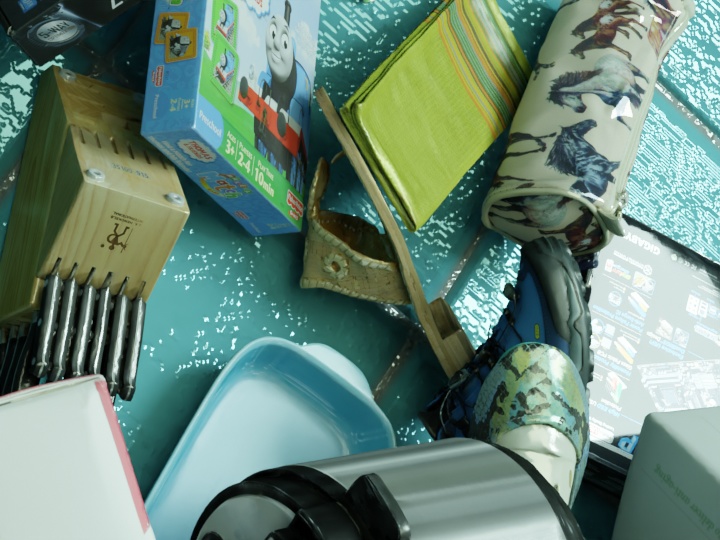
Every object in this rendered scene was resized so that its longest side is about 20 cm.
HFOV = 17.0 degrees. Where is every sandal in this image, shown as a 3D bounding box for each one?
[{"bbox_3d":[0.001,0.002,1.399,0.070,0.078,0.212,-29,109,3],"label":"sandal"}]

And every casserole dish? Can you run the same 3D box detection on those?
[{"bbox_3d":[-0.061,0.132,1.351,0.121,0.039,0.200,38,64,-17],"label":"casserole dish"}]

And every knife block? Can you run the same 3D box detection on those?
[{"bbox_3d":[-0.163,0.006,1.320,0.064,0.176,0.200,18,25,-25],"label":"knife block"}]

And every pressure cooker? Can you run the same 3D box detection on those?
[{"bbox_3d":[-0.001,0.182,1.246,0.200,0.179,0.176,-5,95,-37],"label":"pressure cooker"}]

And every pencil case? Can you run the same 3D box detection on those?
[{"bbox_3d":[0.144,-0.099,1.480,0.089,0.078,0.200,12,58,17],"label":"pencil case"}]

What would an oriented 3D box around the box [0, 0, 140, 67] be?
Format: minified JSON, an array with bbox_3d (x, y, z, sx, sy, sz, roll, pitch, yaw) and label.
[{"bbox_3d":[-0.134,-0.229,1.301,0.200,0.044,0.160,-33,65,2],"label":"box"}]

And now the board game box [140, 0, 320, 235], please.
[{"bbox_3d":[-0.068,-0.140,1.355,0.151,0.037,0.200,44,46,-60],"label":"board game box"}]

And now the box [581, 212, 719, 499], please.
[{"bbox_3d":[0.201,0.073,1.503,0.200,0.046,0.159,26,68,-21],"label":"box"}]

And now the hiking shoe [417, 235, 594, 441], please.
[{"bbox_3d":[0.079,0.076,1.371,0.087,0.074,0.200,3,109,-12],"label":"hiking shoe"}]

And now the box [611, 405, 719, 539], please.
[{"bbox_3d":[0.257,0.203,1.371,0.171,0.199,0.200,-5,121,-27],"label":"box"}]

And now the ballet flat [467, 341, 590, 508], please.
[{"bbox_3d":[0.091,0.137,1.334,0.074,0.074,0.200,-15,126,-31],"label":"ballet flat"}]

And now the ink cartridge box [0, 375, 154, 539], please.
[{"bbox_3d":[-0.178,0.144,1.180,0.086,0.200,0.148,-17,87,-31],"label":"ink cartridge box"}]

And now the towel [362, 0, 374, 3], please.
[{"bbox_3d":[0.058,-0.261,1.518,0.200,0.023,0.153,-22,88,-31],"label":"towel"}]

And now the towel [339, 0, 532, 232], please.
[{"bbox_3d":[0.052,-0.103,1.430,0.086,0.018,0.200,58,35,-13],"label":"towel"}]
